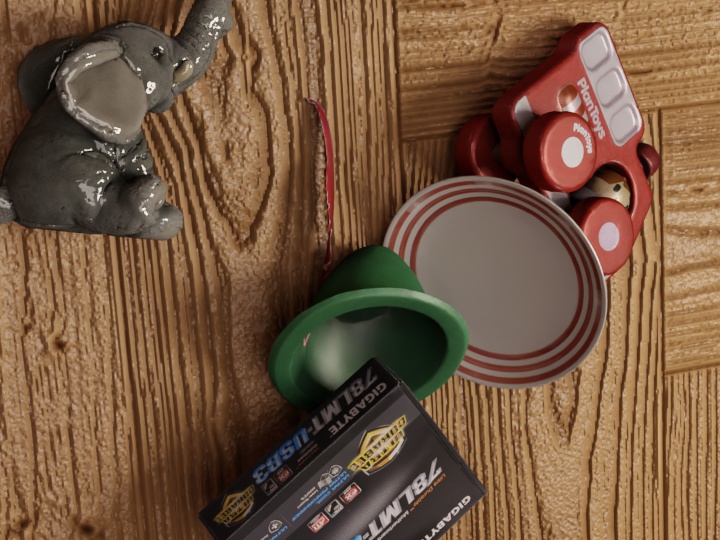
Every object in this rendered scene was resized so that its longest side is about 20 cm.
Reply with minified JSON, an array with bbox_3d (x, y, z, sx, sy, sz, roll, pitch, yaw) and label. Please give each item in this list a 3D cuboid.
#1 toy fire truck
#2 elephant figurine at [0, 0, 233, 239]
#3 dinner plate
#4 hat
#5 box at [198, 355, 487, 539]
[{"bbox_3d":[0.190,-0.091,1.405,0.168,0.112,0.200,-40,115,-28],"label":"toy fire truck"},{"bbox_3d":[-0.195,-0.128,1.242,0.141,0.155,0.200,6,90,21],"label":"elephant figurine"},{"bbox_3d":[0.113,0.009,1.376,0.024,0.200,0.200,-48,122,-52],"label":"dinner plate"},{"bbox_3d":[0.000,0.000,1.397,0.165,0.176,0.200,11,136,-24],"label":"hat"},{"bbox_3d":[-0.009,0.199,1.387,0.200,0.050,0.199,-42,134,-6],"label":"box"}]
